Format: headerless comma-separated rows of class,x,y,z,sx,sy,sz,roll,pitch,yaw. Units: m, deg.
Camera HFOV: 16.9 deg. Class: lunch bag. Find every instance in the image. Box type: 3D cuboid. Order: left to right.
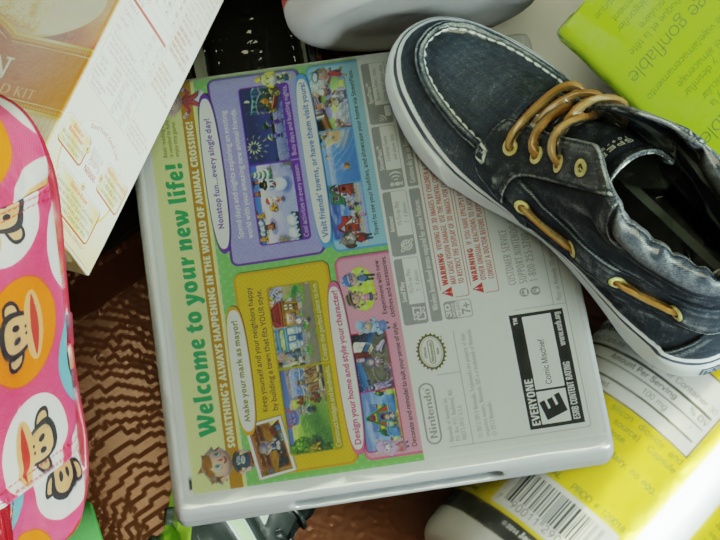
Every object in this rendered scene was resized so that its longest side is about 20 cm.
lunch bag,-0.201,0.022,0.971,0.175,0.082,0.202,8,113,31

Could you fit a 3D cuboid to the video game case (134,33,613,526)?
video game case,0.000,0.000,1.025,0.180,0.022,0.202,-8,65,-3

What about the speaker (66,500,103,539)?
speaker,-0.199,0.162,1.022,0.198,0.088,0.089,-17,78,-8

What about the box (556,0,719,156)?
box,0.187,-0.073,0.981,0.122,0.048,0.200,-48,63,13

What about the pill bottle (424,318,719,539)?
pill bottle,0.130,0.078,1.053,0.111,0.111,0.200,43,78,7

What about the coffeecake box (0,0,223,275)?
coffeecake box,-0.151,-0.114,1.048,0.152,0.073,0.201,12,65,26

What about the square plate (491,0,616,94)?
square plate,0.126,-0.108,1.067,0.199,0.028,0.200,-21,70,25

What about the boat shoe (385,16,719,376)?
boat shoe,0.089,-0.050,0.984,0.071,0.091,0.200,-40,70,-18

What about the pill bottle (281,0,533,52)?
pill bottle,0.009,-0.206,1.060,0.115,0.116,0.202,-8,81,-6

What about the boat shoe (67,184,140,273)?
boat shoe,-0.168,-0.022,1.087,0.199,0.072,0.076,-34,66,-18

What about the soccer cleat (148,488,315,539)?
soccer cleat,-0.050,0.103,1.062,0.080,0.068,0.202,10,76,-14

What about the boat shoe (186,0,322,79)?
boat shoe,-0.059,-0.138,1.118,0.073,0.063,0.203,-13,76,-4

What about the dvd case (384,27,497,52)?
dvd case,0.107,-0.132,1.145,0.199,0.025,0.151,-24,80,-8
